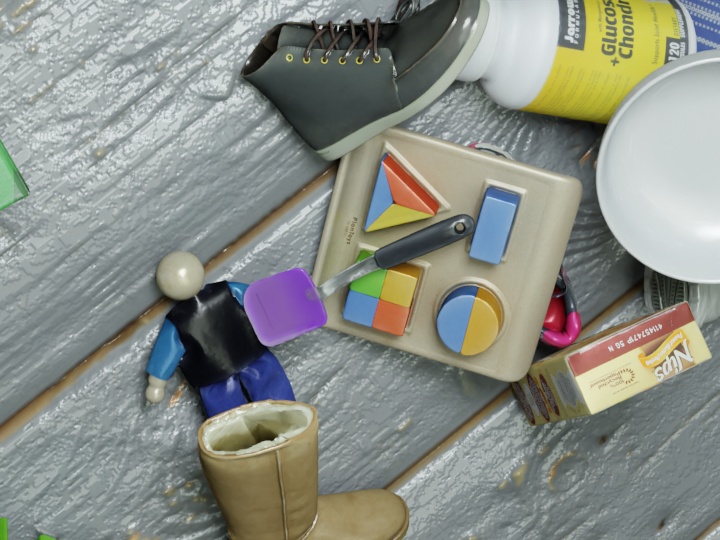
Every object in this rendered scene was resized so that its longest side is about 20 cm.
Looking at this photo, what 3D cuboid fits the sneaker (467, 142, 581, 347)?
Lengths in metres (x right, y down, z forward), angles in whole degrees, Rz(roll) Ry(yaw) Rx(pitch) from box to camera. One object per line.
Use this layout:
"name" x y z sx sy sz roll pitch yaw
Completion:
"sneaker" 0.135 -0.023 1.459 0.080 0.075 0.201 -35 117 -4

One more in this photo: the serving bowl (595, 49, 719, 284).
"serving bowl" 0.286 -0.091 1.368 0.198 0.066 0.202 2 121 4

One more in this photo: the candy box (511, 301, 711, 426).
"candy box" 0.207 0.082 1.457 0.115 0.200 0.056 -23 87 -11

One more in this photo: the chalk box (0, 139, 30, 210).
"chalk box" -0.340 -0.124 1.211 0.123 0.124 0.201 -28 118 -8

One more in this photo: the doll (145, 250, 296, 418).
"doll" -0.117 0.073 1.414 0.136 0.048 0.201 -28 118 -10

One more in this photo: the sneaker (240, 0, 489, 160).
"sneaker" 0.001 -0.167 1.311 0.106 0.075 0.199 37 128 -25

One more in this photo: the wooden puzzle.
"wooden puzzle" 0.066 -0.011 1.410 0.198 0.046 0.187 15 110 0

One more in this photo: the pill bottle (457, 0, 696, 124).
"pill bottle" 0.162 -0.181 1.387 0.198 0.112 0.113 6 108 -23

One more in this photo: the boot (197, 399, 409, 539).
"boot" -0.041 0.180 1.430 0.174 0.066 0.201 -18 140 -13

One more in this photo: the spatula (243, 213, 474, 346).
"spatula" 0.000 0.000 1.378 0.199 0.021 0.057 -25 107 2

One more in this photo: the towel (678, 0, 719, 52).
"towel" 0.297 -0.172 1.437 0.024 0.144 0.202 -2 114 -55

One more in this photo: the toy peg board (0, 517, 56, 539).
"toy peg board" -0.314 0.295 1.414 0.199 0.098 0.200 28 114 -27

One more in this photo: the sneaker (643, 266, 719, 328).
"sneaker" 0.303 -0.047 1.525 0.099 0.078 0.202 -11 110 -42

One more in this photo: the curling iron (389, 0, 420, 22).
"curling iron" 0.064 -0.264 1.357 0.025 0.050 0.202 19 96 -29
